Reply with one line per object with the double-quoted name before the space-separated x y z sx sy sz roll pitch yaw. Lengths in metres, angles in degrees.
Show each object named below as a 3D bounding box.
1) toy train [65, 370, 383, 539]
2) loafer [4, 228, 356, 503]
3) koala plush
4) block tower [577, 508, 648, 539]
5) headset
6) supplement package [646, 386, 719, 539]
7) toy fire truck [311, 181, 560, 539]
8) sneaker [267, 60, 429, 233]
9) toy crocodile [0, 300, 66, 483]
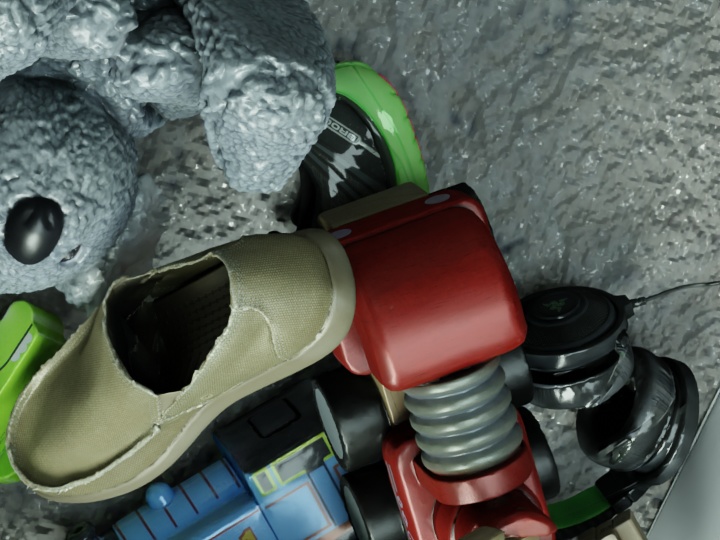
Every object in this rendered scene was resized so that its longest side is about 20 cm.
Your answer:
"toy train" -0.060 0.140 1.231 0.200 0.087 0.114 -30 109 -7
"loafer" -0.091 0.036 1.091 0.200 0.076 0.067 -36 147 31
"koala plush" -0.127 -0.070 1.096 0.177 0.184 0.200 15 124 -19
"block tower" 0.060 0.191 1.281 0.200 0.054 0.058 -30 90 5
"headset" 0.126 0.059 1.269 0.200 0.094 0.123 -44 120 5
"supplement package" 0.234 0.157 1.316 0.111 0.156 0.200 19 102 -27
"toy fire truck" 0.032 0.072 1.092 0.129 0.200 0.176 -19 108 -11
"sneaker" 0.000 0.000 1.212 0.084 0.077 0.200 -20 107 -6
"toy crocodile" -0.201 0.099 1.169 0.200 0.062 0.068 -58 158 4
